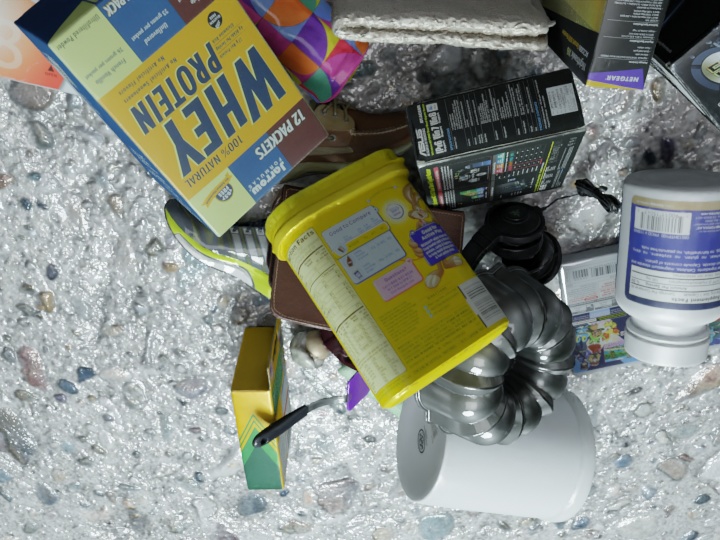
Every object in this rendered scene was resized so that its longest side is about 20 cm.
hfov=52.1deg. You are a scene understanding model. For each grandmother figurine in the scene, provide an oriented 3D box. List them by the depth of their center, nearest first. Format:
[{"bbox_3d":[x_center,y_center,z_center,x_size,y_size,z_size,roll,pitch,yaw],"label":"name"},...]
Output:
[{"bbox_3d":[-0.004,0.073,0.921,0.199,0.060,0.122,-26,76,20],"label":"grandmother figurine"}]

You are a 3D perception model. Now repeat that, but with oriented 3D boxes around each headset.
[{"bbox_3d":[0.193,-0.025,0.825,0.200,0.094,0.123,-46,139,0],"label":"headset"}]

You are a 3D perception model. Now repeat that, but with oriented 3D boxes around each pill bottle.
[{"bbox_3d":[0.345,-0.004,0.812,0.119,0.120,0.201,-1,108,1],"label":"pill bottle"}]

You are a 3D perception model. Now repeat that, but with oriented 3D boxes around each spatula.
[{"bbox_3d":[-0.051,0.169,0.911,0.199,0.021,0.057,-23,129,-34],"label":"spatula"}]

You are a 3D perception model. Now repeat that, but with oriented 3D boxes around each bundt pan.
[{"bbox_3d":[0.154,0.099,0.781,0.201,0.076,0.203,-15,117,-32],"label":"bundt pan"}]

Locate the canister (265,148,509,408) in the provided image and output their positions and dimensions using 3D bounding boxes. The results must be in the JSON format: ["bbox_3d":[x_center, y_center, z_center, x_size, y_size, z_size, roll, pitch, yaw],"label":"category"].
[{"bbox_3d":[0.024,0.007,0.683,0.148,0.201,0.087,-29,166,-18],"label":"canister"}]

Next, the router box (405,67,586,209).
[{"bbox_3d":[0.129,-0.119,0.729,0.149,0.200,0.063,-12,80,7],"label":"router box"}]

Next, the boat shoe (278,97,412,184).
[{"bbox_3d":[-0.036,-0.145,0.778,0.199,0.076,0.074,-12,117,6],"label":"boat shoe"}]

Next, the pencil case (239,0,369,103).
[{"bbox_3d":[-0.086,-0.251,0.708,0.200,0.089,0.088,38,115,-19],"label":"pencil case"}]

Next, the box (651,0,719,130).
[{"bbox_3d":[0.323,-0.238,0.641,0.086,0.200,0.164,38,116,-22],"label":"box"}]

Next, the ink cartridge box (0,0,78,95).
[{"bbox_3d":[-0.289,-0.274,0.712,0.161,0.050,0.201,12,125,-7],"label":"ink cartridge box"}]

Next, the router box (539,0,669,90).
[{"bbox_3d":[0.203,-0.263,0.626,0.052,0.200,0.158,2,122,-5],"label":"router box"}]

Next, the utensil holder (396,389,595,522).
[{"bbox_3d":[0.164,0.223,0.935,0.199,0.170,0.171,10,123,-17],"label":"utensil holder"}]

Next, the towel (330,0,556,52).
[{"bbox_3d":[0.071,-0.244,0.680,0.199,0.133,0.035,2,127,-2],"label":"towel"}]

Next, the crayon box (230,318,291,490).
[{"bbox_3d":[-0.124,0.163,0.942,0.051,0.126,0.201,-1,122,1],"label":"crayon box"}]

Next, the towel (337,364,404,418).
[{"bbox_3d":[0.092,0.117,0.974,0.152,0.023,0.200,39,116,-21],"label":"towel"}]

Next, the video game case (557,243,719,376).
[{"bbox_3d":[0.355,0.041,0.924,0.199,0.023,0.183,-13,121,7],"label":"video game case"}]

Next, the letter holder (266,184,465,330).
[{"bbox_3d":[0.000,0.000,0.802,0.199,0.101,0.143,7,82,-13],"label":"letter holder"}]

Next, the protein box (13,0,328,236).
[{"bbox_3d":[-0.170,-0.170,0.652,0.135,0.198,0.200,-44,126,-9],"label":"protein box"}]

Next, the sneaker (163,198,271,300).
[{"bbox_3d":[-0.134,-0.034,0.861,0.199,0.074,0.081,30,99,-17],"label":"sneaker"}]
